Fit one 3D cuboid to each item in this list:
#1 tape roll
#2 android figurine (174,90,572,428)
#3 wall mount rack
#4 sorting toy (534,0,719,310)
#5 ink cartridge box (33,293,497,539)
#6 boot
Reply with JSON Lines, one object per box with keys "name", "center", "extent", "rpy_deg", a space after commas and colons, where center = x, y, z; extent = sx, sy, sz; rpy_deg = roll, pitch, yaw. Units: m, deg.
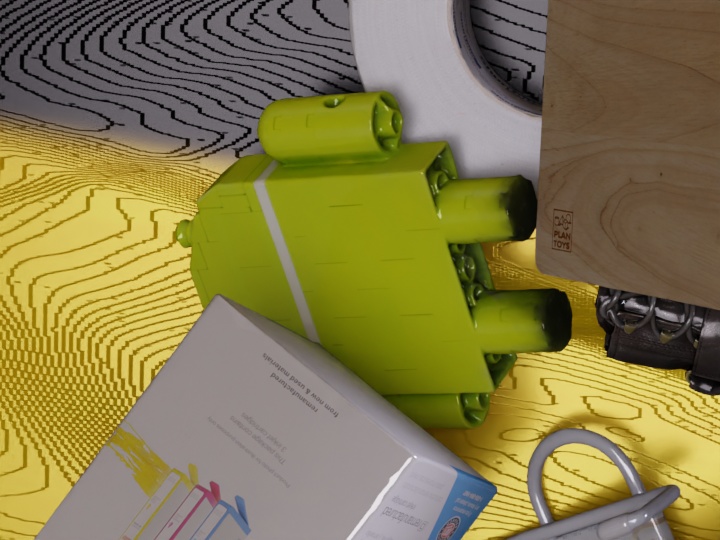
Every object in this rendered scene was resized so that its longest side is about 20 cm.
{"name": "tape roll", "center": [0.097, -0.125, 1.400], "extent": [0.200, 0.066, 0.201], "rpy_deg": [1, 99, 9]}
{"name": "android figurine", "center": [0.000, 0.000, 1.414], "extent": [0.200, 0.041, 0.182], "rpy_deg": [-4, 119, 33]}
{"name": "wall mount rack", "center": [0.101, 0.186, 1.440], "extent": [0.174, 0.075, 0.200], "rpy_deg": [-23, 92, 36]}
{"name": "sorting toy", "center": [0.158, -0.088, 1.271], "extent": [0.070, 0.200, 0.199], "rpy_deg": [0, 96, -26]}
{"name": "ink cartridge box", "center": [-0.059, 0.135, 1.348], "extent": [0.125, 0.129, 0.200], "rpy_deg": [38, 93, 22]}
{"name": "boot", "center": [0.192, 0.034, 1.348], "extent": [0.174, 0.200, 0.069], "rpy_deg": [14, 76, 1]}
